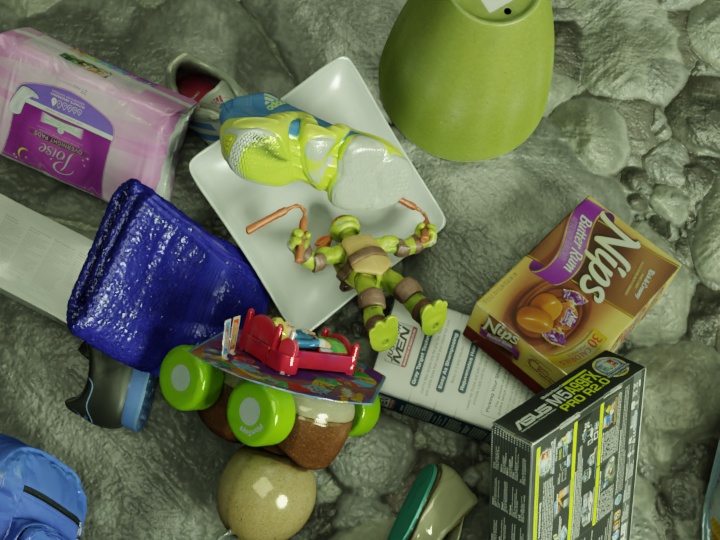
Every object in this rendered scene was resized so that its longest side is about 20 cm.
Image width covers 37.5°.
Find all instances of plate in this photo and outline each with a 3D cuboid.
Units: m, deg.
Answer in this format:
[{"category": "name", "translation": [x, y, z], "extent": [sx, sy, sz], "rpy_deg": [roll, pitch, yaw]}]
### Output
[{"category": "plate", "translation": [-0.041, -0.073, 1.038], "extent": [0.199, 0.032, 0.201], "rpy_deg": [-37, 103, -18]}]

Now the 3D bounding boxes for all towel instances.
[{"category": "towel", "translation": [-0.163, 0.025, 0.959], "extent": [0.049, 0.200, 0.150], "rpy_deg": [5, 69, 37]}]

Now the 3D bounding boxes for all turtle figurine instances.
[{"category": "turtle figurine", "translation": [0.000, 0.000, 0.979], "extent": [0.197, 0.065, 0.162], "rpy_deg": [-5, 45, -32]}]

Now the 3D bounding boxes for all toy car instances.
[{"category": "toy car", "translation": [-0.095, 0.179, 0.937], "extent": [0.156, 0.163, 0.204], "rpy_deg": [19, 96, 33]}]

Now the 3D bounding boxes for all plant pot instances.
[{"category": "plant pot", "translation": [0.114, -0.233, 1.035], "extent": [0.183, 0.200, 0.191], "rpy_deg": [1, 73, -2]}]

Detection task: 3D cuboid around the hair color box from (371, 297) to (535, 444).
[{"category": "hair color box", "translation": [0.111, 0.104, 1.012], "extent": [0.197, 0.061, 0.101], "rpy_deg": [19, 72, 3]}]

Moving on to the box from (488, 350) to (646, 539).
[{"category": "box", "translation": [0.175, 0.190, 0.905], "extent": [0.159, 0.203, 0.044], "rpy_deg": [-24, 33, -37]}]

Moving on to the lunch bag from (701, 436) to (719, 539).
[{"category": "lunch bag", "translation": [0.406, 0.220, 0.960], "extent": [0.166, 0.127, 0.204], "rpy_deg": [8, 99, -1]}]

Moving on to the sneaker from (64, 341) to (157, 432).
[{"category": "sneaker", "translation": [-0.220, 0.048, 1.007], "extent": [0.076, 0.070, 0.203], "rpy_deg": [12, 73, 1]}]

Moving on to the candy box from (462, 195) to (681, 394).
[{"category": "candy box", "translation": [0.202, 0.027, 0.999], "extent": [0.116, 0.057, 0.199], "rpy_deg": [39, 55, 18]}]

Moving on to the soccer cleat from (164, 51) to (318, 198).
[{"category": "soccer cleat", "translation": [-0.120, -0.140, 1.056], "extent": [0.199, 0.086, 0.070], "rpy_deg": [38, 76, 8]}]

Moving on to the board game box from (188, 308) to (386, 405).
[{"category": "board game box", "translation": [-0.053, 0.063, 0.908], "extent": [0.155, 0.200, 0.040], "rpy_deg": [16, 97, 6]}]

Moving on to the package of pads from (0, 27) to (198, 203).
[{"category": "package of pads", "translation": [-0.267, -0.143, 1.034], "extent": [0.197, 0.076, 0.122], "rpy_deg": [23, 112, 5]}]

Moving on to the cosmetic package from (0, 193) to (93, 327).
[{"category": "cosmetic package", "translation": [-0.338, -0.020, 1.030], "extent": [0.198, 0.051, 0.083], "rpy_deg": [27, 77, 5]}]

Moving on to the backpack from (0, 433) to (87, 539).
[{"category": "backpack", "translation": [-0.312, 0.244, 0.894], "extent": [0.165, 0.163, 0.203], "rpy_deg": [9, 62, 18]}]

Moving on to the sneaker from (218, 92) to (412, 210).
[{"category": "sneaker", "translation": [-0.044, -0.120, 0.972], "extent": [0.198, 0.076, 0.106], "rpy_deg": [13, 32, -37]}]

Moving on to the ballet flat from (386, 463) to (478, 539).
[{"category": "ballet flat", "translation": [0.041, 0.272, 0.964], "extent": [0.069, 0.070, 0.201], "rpy_deg": [34, 75, 7]}]
